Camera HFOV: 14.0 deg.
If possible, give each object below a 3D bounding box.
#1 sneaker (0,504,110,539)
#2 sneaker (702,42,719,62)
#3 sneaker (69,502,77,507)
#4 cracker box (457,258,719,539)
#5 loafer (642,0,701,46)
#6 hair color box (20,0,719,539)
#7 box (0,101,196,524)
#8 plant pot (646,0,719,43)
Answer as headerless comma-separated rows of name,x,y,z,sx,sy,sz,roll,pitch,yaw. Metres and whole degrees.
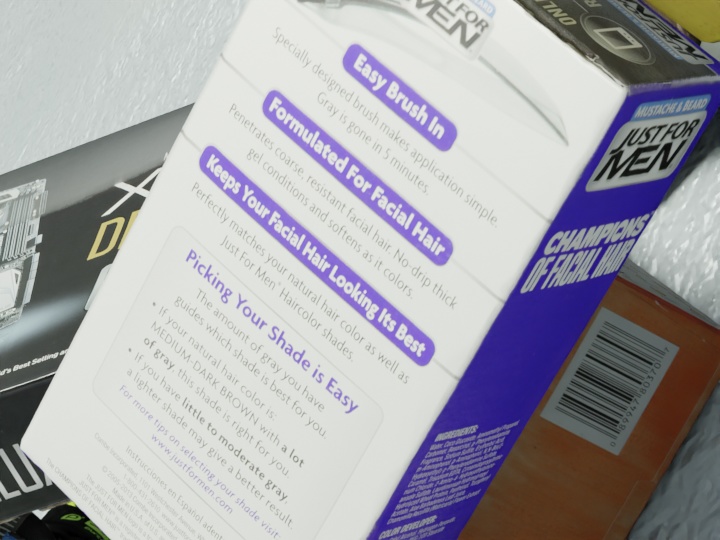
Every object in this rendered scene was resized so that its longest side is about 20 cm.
sneaker,-0.119,0.110,1.020,0.083,0.071,0.200,-52,-11,-15
sneaker,0.173,-0.059,0.739,0.146,0.081,0.200,-41,20,12
sneaker,-0.053,0.027,1.106,0.081,0.074,0.201,9,80,55
cracker box,0.027,0.038,0.949,0.134,0.057,0.200,-61,24,6
loafer,0.092,-0.086,0.881,0.071,0.073,0.200,-78,11,-48
hair color box,0.000,0.000,0.781,0.109,0.065,0.201,42,119,24
box,-0.100,0.017,0.957,0.199,0.050,0.158,-19,28,21
plant pot,0.111,-0.167,0.675,0.200,0.177,0.200,-38,13,-23
